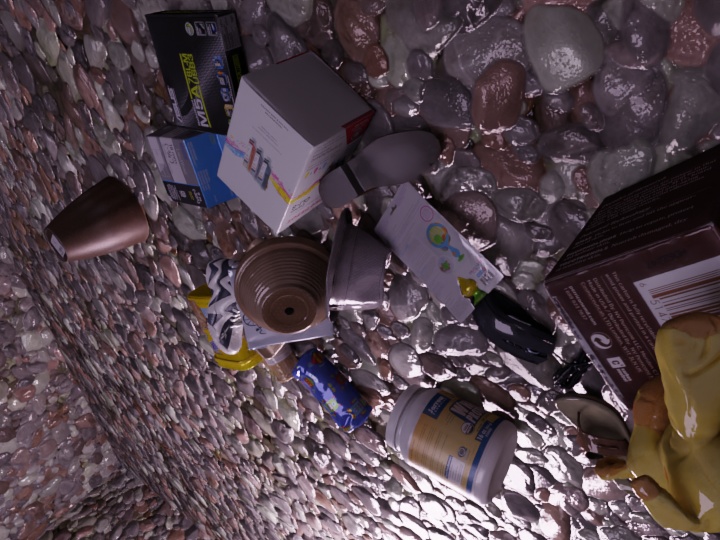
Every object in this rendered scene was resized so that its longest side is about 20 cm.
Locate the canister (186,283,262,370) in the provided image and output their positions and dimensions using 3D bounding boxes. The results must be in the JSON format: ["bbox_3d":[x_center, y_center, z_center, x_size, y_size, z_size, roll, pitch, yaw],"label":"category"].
[{"bbox_3d":[-0.328,0.133,1.349,0.148,0.086,0.202,0,118,43],"label":"canister"}]

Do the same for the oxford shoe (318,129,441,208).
[{"bbox_3d":[0.031,-0.155,0.807,0.198,0.071,0.072,-17,102,32],"label":"oxford shoe"}]

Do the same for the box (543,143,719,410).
[{"bbox_3d":[0.322,0.004,0.545,0.167,0.200,0.164,54,141,-5],"label":"box"}]

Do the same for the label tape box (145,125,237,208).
[{"bbox_3d":[-0.324,-0.205,1.096,0.199,0.063,0.145,14,129,37],"label":"label tape box"}]

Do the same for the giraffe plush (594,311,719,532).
[{"bbox_3d":[0.276,0.136,0.436,0.171,0.202,0.162,24,169,11],"label":"giraffe plush"}]

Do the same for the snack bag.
[{"bbox_3d":[-0.145,0.063,1.076,0.186,0.021,0.202,-9,123,-4],"label":"snack bag"}]

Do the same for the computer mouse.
[{"bbox_3d":[0.250,0.089,0.799,0.200,0.046,0.141,40,141,12],"label":"computer mouse"}]

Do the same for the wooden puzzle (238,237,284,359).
[{"bbox_3d":[-0.198,0.059,1.168,0.185,0.046,0.200,44,114,7],"label":"wooden puzzle"}]

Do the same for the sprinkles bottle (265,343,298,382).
[{"bbox_3d":[-0.209,0.158,1.268,0.068,0.068,0.201,-12,112,47],"label":"sprinkles bottle"}]

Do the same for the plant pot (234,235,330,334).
[{"bbox_3d":[-0.129,0.047,1.001,0.198,0.093,0.203,-5,122,-7],"label":"plant pot"}]

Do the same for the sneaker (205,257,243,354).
[{"bbox_3d":[-0.239,0.075,1.118,0.128,0.079,0.202,0,93,31],"label":"sneaker"}]

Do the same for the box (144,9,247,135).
[{"bbox_3d":[-0.273,-0.340,0.957,0.192,0.047,0.202,16,129,31],"label":"box"}]

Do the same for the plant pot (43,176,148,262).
[{"bbox_3d":[-0.677,-0.110,1.395,0.186,0.200,0.188,24,134,27],"label":"plant pot"}]

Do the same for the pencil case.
[{"bbox_3d":[-0.067,0.261,1.205,0.200,0.078,0.087,46,111,6],"label":"pencil case"}]

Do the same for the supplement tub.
[{"bbox_3d":[0.158,0.297,0.971,0.199,0.145,0.146,20,132,31],"label":"supplement tub"}]

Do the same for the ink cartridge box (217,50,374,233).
[{"bbox_3d":[-0.104,-0.190,0.837,0.145,0.145,0.200,44,141,7],"label":"ink cartridge box"}]

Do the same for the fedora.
[{"bbox_3d":[0.000,0.000,0.895,0.089,0.178,0.201,11,151,2],"label":"fedora"}]

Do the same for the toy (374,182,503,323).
[{"bbox_3d":[0.118,-0.033,0.823,0.200,0.047,0.115,50,136,17],"label":"toy"}]

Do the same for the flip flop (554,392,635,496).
[{"bbox_3d":[0.362,0.264,0.822,0.081,0.058,0.201,-27,100,50],"label":"flip flop"}]
